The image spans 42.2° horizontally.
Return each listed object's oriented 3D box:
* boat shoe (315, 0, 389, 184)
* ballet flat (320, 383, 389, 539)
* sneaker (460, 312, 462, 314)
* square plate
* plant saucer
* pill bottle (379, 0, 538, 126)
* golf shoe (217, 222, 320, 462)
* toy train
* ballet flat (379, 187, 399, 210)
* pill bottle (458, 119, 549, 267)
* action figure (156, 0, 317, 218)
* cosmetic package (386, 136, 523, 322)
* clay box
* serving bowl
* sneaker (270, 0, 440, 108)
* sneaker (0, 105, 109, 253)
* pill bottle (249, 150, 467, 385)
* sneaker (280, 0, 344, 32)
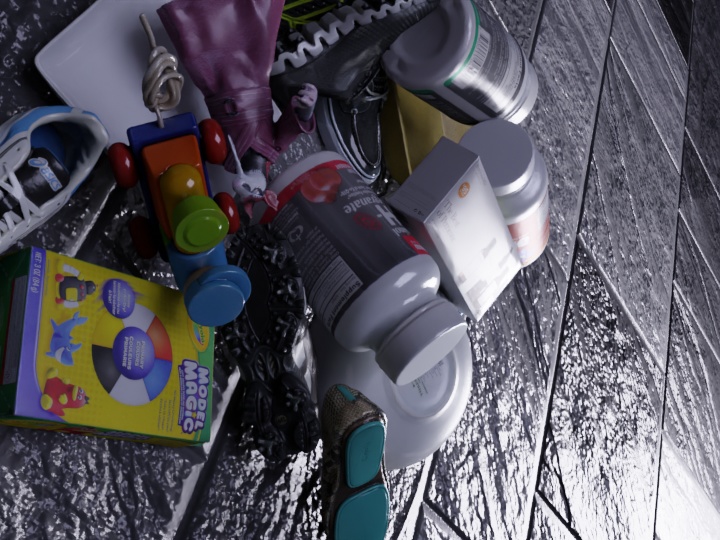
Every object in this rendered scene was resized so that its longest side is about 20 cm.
[{"bbox_3d":[-0.006,-0.192,0.981,0.072,0.070,0.202,-16,92,-55],"label":"boat shoe"},{"bbox_3d":[-0.010,0.182,0.842,0.067,0.075,0.201,-17,128,-24],"label":"ballet flat"},{"bbox_3d":[0.087,0.020,1.045,0.199,0.074,0.083,-15,90,-46],"label":"sneaker"},{"bbox_3d":[-0.162,-0.146,0.788,0.199,0.028,0.201,54,41,-29],"label":"square plate"},{"bbox_3d":[0.070,-0.199,1.089,0.200,0.048,0.202,-26,108,-56],"label":"plant saucer"},{"bbox_3d":[0.112,-0.223,1.010,0.199,0.112,0.114,16,66,-57],"label":"pill bottle"},{"bbox_3d":[-0.078,0.058,0.804,0.095,0.077,0.202,-79,164,-82],"label":"golf shoe"},{"bbox_3d":[-0.126,-0.062,0.654,0.201,0.084,0.116,87,-20,-44],"label":"toy train"},{"bbox_3d":[0.057,-0.053,0.973,0.198,0.067,0.067,4,33,-27],"label":"ballet flat"},{"bbox_3d":[0.163,-0.086,1.089,0.200,0.111,0.113,63,29,-63],"label":"pill bottle"},{"bbox_3d":[-0.109,-0.143,0.783,0.149,0.133,0.202,-132,-147,-74],"label":"action figure"},{"bbox_3d":[0.097,-0.033,0.898,0.083,0.050,0.200,-51,146,-10],"label":"cosmetic package"},{"bbox_3d":[-0.174,0.064,0.687,0.199,0.047,0.116,20,63,-49],"label":"clay box"},{"bbox_3d":[0.042,0.098,0.910,0.199,0.066,0.202,2,87,-39],"label":"serving bowl"},{"bbox_3d":[-0.006,-0.217,0.922,0.091,0.199,0.067,65,-4,-35],"label":"sneaker"},{"bbox_3d":[-0.240,-0.047,0.612,0.072,0.072,0.201,57,41,-28],"label":"sneaker"},{"bbox_3d":[0.000,0.000,0.823,0.200,0.111,0.110,50,31,19],"label":"pill bottle"},{"bbox_3d":[-0.100,-0.288,0.897,0.199,0.075,0.077,9,51,-55],"label":"sneaker"}]
